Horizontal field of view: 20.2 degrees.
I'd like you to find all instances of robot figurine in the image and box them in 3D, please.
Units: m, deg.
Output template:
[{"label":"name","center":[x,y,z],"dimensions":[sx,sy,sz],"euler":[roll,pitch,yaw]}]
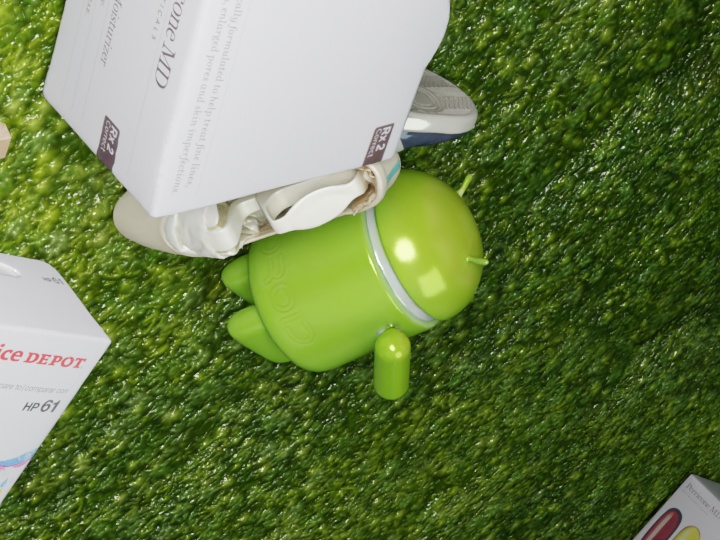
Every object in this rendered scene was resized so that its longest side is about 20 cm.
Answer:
[{"label":"robot figurine","center":[0.000,0.000,1.452],"dimensions":[0.200,0.176,0.116],"euler":[-24,146,23]}]

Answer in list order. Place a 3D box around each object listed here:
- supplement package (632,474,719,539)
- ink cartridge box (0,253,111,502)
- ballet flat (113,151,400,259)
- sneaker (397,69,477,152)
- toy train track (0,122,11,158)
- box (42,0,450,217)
[{"label":"supplement package","center":[0.381,0.355,2.387],"dimensions":[0.200,0.114,0.109],"euler":[-51,150,10]},{"label":"ink cartridge box","center":[-0.277,0.087,1.299],"dimensions":[0.144,0.085,0.200],"euler":[10,119,-54]},{"label":"ballet flat","center":[-0.071,-0.044,1.322],"dimensions":[0.199,0.070,0.069],"euler":[-16,152,11]},{"label":"sneaker","center":[-0.011,-0.092,1.411],"dimensions":[0.199,0.075,0.085],"euler":[-6,132,-33]},{"label":"toy train track","center":[-0.298,-0.061,1.144],"dimensions":[0.200,0.033,0.115],"euler":[-16,158,-29]},{"label":"box","center":[-0.060,-0.162,1.203],"dimensions":[0.200,0.131,0.199],"euler":[-16,140,-39]}]
